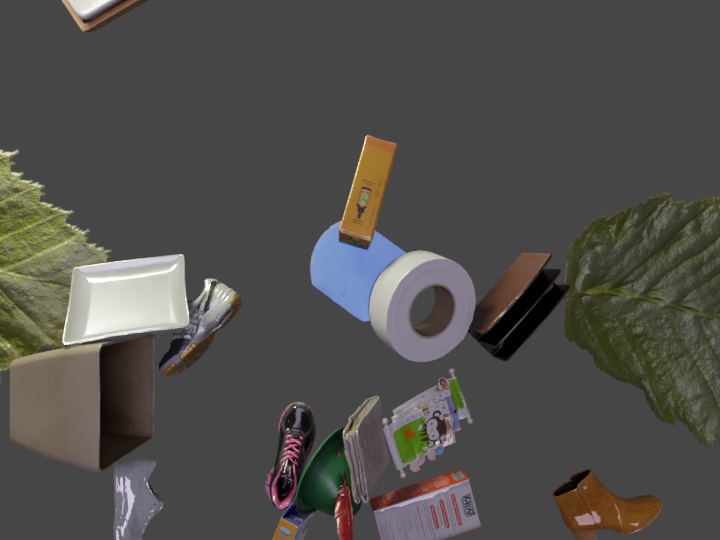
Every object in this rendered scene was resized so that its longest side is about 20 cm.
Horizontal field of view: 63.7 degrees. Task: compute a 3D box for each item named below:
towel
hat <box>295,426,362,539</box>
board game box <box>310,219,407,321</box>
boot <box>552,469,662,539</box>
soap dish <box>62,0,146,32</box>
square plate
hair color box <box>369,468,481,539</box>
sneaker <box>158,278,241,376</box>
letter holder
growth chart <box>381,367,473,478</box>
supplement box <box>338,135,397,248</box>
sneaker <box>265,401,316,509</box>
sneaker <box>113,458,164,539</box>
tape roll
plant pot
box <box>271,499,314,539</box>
[{"bbox_3d":[0.013,0.323,1.063,0.034,0.200,0.134,-9,92,16],"label":"towel"},{"bbox_3d":[-0.004,0.409,1.032,0.175,0.166,0.201,22,69,31],"label":"hat"},{"bbox_3d":[0.000,0.000,1.134,0.199,0.039,0.159,35,87,1],"label":"board game box"},{"bbox_3d":[0.505,0.467,1.184,0.200,0.071,0.145,-27,97,-1],"label":"boot"},{"bbox_3d":[-0.483,-0.549,1.044,0.157,0.081,0.201,-33,95,-6],"label":"soap dish"},{"bbox_3d":[-0.404,0.051,1.015,0.196,0.201,0.029,-8,130,-14],"label":"square plate"},{"bbox_3d":[0.126,0.477,1.141,0.198,0.061,0.103,-15,92,-6],"label":"hair color box"},{"bbox_3d":[-0.314,0.104,1.085,0.087,0.076,0.200,39,82,9],"label":"sneaker"},{"bbox_3d":[0.312,0.071,1.121,0.100,0.142,0.200,43,85,-6],"label":"letter holder"},{"bbox_3d":[0.134,0.304,1.144,0.199,0.018,0.146,-31,101,-18],"label":"growth chart"},{"bbox_3d":[0.013,-0.148,1.098,0.066,0.069,0.202,17,74,-3],"label":"supplement box"},{"bbox_3d":[-0.130,0.352,1.090,0.078,0.095,0.202,12,88,-5],"label":"sneaker"},{"bbox_3d":[-0.407,0.451,1.070,0.088,0.075,0.202,-1,89,-19],"label":"sneaker"},{"bbox_3d":[0.119,0.068,1.096,0.201,0.071,0.205,-8,107,-26],"label":"tape roll"},{"bbox_3d":[-0.482,0.214,1.002,0.175,0.200,0.202,1,90,5],"label":"plant pot"},{"bbox_3d":[-0.143,0.523,1.075,0.041,0.119,0.202,24,88,13],"label":"box"}]
